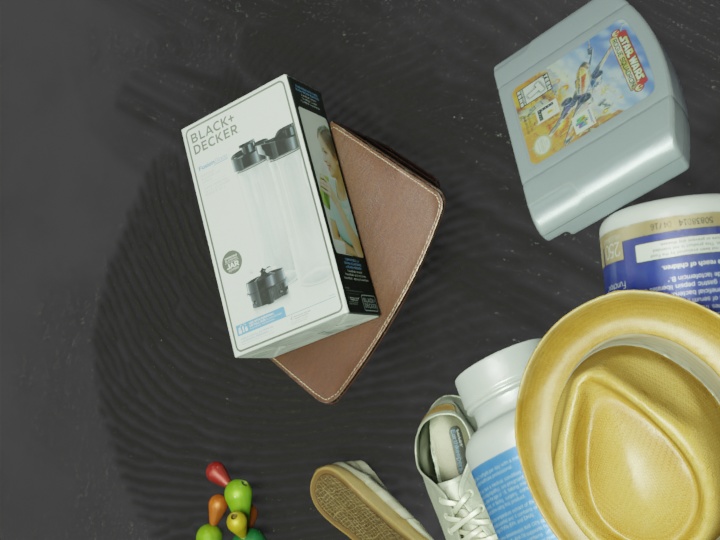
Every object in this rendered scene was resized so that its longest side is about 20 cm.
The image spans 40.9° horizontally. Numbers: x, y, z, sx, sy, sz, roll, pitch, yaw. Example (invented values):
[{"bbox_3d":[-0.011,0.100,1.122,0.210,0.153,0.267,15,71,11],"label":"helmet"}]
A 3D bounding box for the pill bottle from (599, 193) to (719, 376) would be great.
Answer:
[{"bbox_3d":[0.235,0.057,0.682,0.114,0.115,0.205,-9,78,30],"label":"pill bottle"}]

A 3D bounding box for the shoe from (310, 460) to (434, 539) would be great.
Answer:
[{"bbox_3d":[0.038,0.235,0.816,0.200,0.053,0.071,45,117,27],"label":"shoe"}]

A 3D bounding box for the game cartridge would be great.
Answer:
[{"bbox_3d":[0.176,-0.128,0.739,0.132,0.041,0.203,-35,39,27],"label":"game cartridge"}]

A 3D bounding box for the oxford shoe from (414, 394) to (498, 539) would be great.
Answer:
[{"bbox_3d":[0.091,0.201,0.786,0.074,0.057,0.204,-24,73,24],"label":"oxford shoe"}]

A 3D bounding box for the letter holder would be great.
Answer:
[{"bbox_3d":[0.000,0.000,0.845,0.141,0.100,0.203,35,102,28],"label":"letter holder"}]

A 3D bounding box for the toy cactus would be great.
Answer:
[{"bbox_3d":[-0.119,0.297,0.891,0.162,0.102,0.204,20,86,22],"label":"toy cactus"}]

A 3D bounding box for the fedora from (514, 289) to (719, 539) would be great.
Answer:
[{"bbox_3d":[0.174,0.115,0.600,0.197,0.081,0.206,1,92,29],"label":"fedora"}]

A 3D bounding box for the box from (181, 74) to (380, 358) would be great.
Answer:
[{"bbox_3d":[-0.068,-0.041,0.796,0.115,0.060,0.204,-20,76,25],"label":"box"}]

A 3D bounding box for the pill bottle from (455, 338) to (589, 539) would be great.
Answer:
[{"bbox_3d":[0.145,0.160,0.726,0.111,0.112,0.203,-31,70,24],"label":"pill bottle"}]
